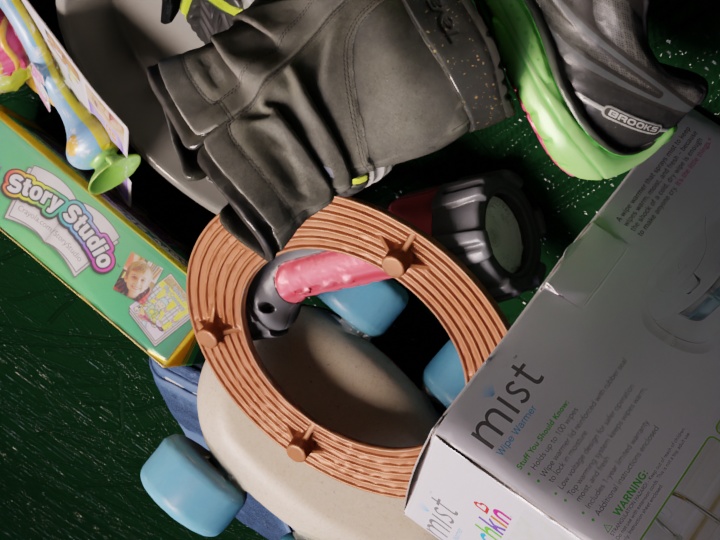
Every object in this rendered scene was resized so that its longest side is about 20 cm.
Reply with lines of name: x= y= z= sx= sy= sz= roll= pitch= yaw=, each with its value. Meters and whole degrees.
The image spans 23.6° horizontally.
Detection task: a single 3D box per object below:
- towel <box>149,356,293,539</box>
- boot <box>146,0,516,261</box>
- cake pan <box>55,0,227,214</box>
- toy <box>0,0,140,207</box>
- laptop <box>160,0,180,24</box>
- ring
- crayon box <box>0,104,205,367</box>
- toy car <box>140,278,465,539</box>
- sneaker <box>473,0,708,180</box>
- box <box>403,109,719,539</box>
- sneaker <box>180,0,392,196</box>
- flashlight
towel: x=-0.093 y=0.130 z=1.306 sx=0.111 sy=0.049 sz=0.201 roll=20 pitch=147 yaw=37
boot: x=-0.033 y=-0.106 z=0.701 sx=0.201 sy=0.130 sz=0.068 roll=63 pitch=179 yaw=35
cake pan: x=-0.081 y=-0.102 z=0.948 sx=0.199 sy=0.037 sz=0.201 roll=32 pitch=152 yaw=19
toy: x=-0.205 y=-0.125 z=1.003 sx=0.200 sy=0.047 sz=0.115 roll=49 pitch=163 yaw=11
laptop: x=-0.112 y=-0.227 z=0.689 sx=0.102 sy=0.202 sz=0.177 roll=4 pitch=167 yaw=-7
ring: x=-0.006 y=0.046 z=0.889 sx=0.199 sy=0.019 sz=0.202 roll=18 pitch=133 yaw=21
crayon box: x=-0.169 y=-0.022 z=1.087 sx=0.200 sy=0.058 sz=0.173 roll=39 pitch=-179 yaw=4
toy car: x=-0.012 y=0.096 z=1.066 sx=0.177 sy=0.185 sz=0.200 roll=40 pitch=-178 yaw=2
sneaker: x=0.075 y=-0.136 z=0.668 sx=0.077 sy=0.083 sz=0.201 roll=-90 pitch=-25 yaw=-74
box: x=0.146 y=0.062 z=0.716 sx=0.176 sy=0.200 sz=0.097 roll=34 pitch=153 yaw=12
sneaker: x=-0.034 y=-0.130 z=0.815 sx=0.201 sy=0.076 sz=0.075 roll=57 pitch=158 yaw=8
flashlight: x=0.000 y=0.000 z=0.903 sx=0.199 sy=0.068 sz=0.068 roll=-16 pitch=127 yaw=36
